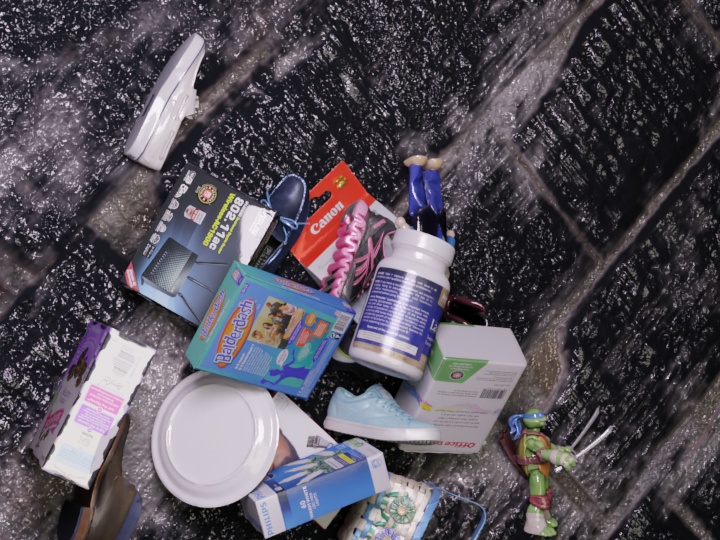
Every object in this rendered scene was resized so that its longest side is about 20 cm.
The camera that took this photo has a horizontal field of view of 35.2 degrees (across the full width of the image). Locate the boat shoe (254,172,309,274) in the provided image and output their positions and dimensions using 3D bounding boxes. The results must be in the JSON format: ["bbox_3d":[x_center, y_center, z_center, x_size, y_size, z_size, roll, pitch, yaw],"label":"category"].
[{"bbox_3d":[-0.127,-0.051,1.671,0.083,0.069,0.202,18,81,9],"label":"boat shoe"}]

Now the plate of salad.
[{"bbox_3d":[-0.206,0.238,1.627,0.198,0.048,0.202,-6,69,16],"label":"plate of salad"}]

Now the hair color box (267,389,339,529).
[{"bbox_3d":[-0.096,0.280,1.710,0.200,0.064,0.111,44,77,-17],"label":"hair color box"}]

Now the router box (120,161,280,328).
[{"bbox_3d":[-0.225,-0.029,1.607,0.149,0.062,0.202,28,84,4],"label":"router box"}]

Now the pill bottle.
[{"bbox_3d":[0.064,0.049,1.654,0.115,0.115,0.202,22,80,-22],"label":"pill bottle"}]

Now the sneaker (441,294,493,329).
[{"bbox_3d":[0.189,0.103,1.795,0.199,0.115,0.076,34,74,-20],"label":"sneaker"}]

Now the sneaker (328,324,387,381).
[{"bbox_3d":[0.025,0.133,1.766,0.198,0.072,0.083,14,129,-35],"label":"sneaker"}]

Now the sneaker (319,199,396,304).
[{"bbox_3d":[0.000,0.000,1.696,0.095,0.079,0.202,22,78,-21],"label":"sneaker"}]

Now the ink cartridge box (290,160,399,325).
[{"bbox_3d":[-0.013,-0.042,1.744,0.160,0.047,0.201,-44,109,-16],"label":"ink cartridge box"}]

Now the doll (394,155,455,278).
[{"bbox_3d":[0.104,-0.074,1.761,0.136,0.048,0.203,5,74,-47],"label":"doll"}]

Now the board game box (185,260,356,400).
[{"bbox_3d":[-0.123,0.087,1.584,0.199,0.045,0.153,21,105,-37],"label":"board game box"}]

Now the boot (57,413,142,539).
[{"bbox_3d":[-0.350,0.299,1.610,0.096,0.074,0.202,28,81,-39],"label":"boot"}]

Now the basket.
[{"bbox_3d":[0.076,0.407,1.745,0.198,0.139,0.178,27,80,-11],"label":"basket"}]

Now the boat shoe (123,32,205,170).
[{"bbox_3d":[-0.264,-0.238,1.621,0.065,0.072,0.202,29,81,-25],"label":"boat shoe"}]

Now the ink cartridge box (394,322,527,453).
[{"bbox_3d":[0.145,0.183,1.745,0.143,0.084,0.201,6,128,-23],"label":"ink cartridge box"}]

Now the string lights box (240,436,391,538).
[{"bbox_3d":[-0.068,0.311,1.634,0.198,0.103,0.060,-18,101,-21],"label":"string lights box"}]

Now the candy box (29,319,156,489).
[{"bbox_3d":[-0.365,0.176,1.535,0.071,0.167,0.202,28,81,-20],"label":"candy box"}]

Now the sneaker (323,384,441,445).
[{"bbox_3d":[0.032,0.213,1.701,0.074,0.198,0.083,21,76,-60],"label":"sneaker"}]

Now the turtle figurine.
[{"bbox_3d":[0.329,0.327,1.850,0.198,0.144,0.197,3,94,-19],"label":"turtle figurine"}]
